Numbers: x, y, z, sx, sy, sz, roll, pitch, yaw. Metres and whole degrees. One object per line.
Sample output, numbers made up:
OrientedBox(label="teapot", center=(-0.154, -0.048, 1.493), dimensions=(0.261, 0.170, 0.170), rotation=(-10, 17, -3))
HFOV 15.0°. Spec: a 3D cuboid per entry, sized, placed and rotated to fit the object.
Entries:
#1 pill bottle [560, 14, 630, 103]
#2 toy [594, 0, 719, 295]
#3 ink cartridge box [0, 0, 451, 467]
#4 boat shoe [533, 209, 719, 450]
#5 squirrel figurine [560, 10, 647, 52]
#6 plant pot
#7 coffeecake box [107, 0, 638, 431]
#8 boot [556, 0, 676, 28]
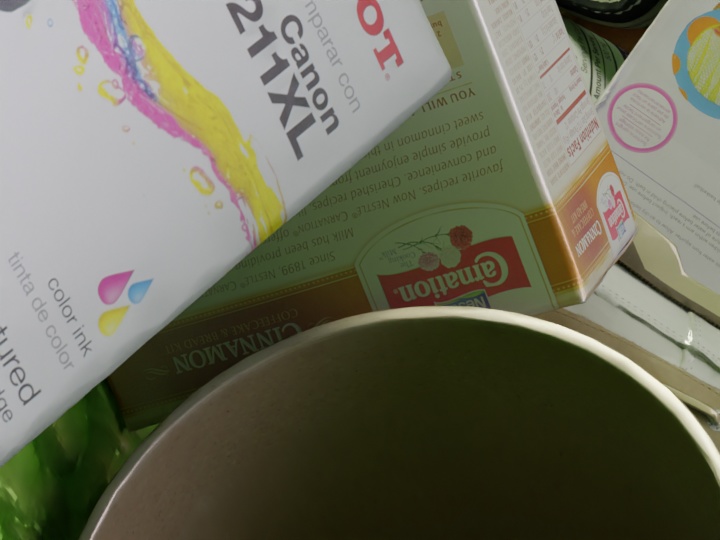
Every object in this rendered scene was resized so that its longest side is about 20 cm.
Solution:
OrientedBox(label="pill bottle", center=(0.071, -0.029, 0.981), dimensions=(0.200, 0.112, 0.112), rotation=(25, 46, -24))
OrientedBox(label="toy", center=(0.149, -0.058, 0.928), dimensions=(0.115, 0.200, 0.047), rotation=(36, -4, -1))
OrientedBox(label="ink cartridge box", center=(-0.088, -0.057, 0.650), dimensions=(0.200, 0.083, 0.146), rotation=(-42, 115, -37))
OrientedBox(label="boat shoe", center=(0.104, 0.044, 0.861), dimensions=(0.200, 0.068, 0.075), rotation=(37, -8, 5))
OrientedBox(label="squirrel figurine", center=(0.111, -0.162, 1.111), dimensions=(0.187, 0.200, 0.142), rotation=(46, 39, -62))
OrientedBox(label="plant pot", center=(0.030, 0.142, 0.784), dimensions=(0.200, 0.187, 0.187), rotation=(70, 17, -54))
OrientedBox(label="coffeecake box", center=(-0.028, -0.072, 0.794), dimensions=(0.200, 0.153, 0.073), rotation=(69, 24, -11))
OrientedBox(label="boot", center=(0.006, -0.151, 0.924), dimensions=(0.154, 0.073, 0.204), rotation=(-5, 43, -51))
